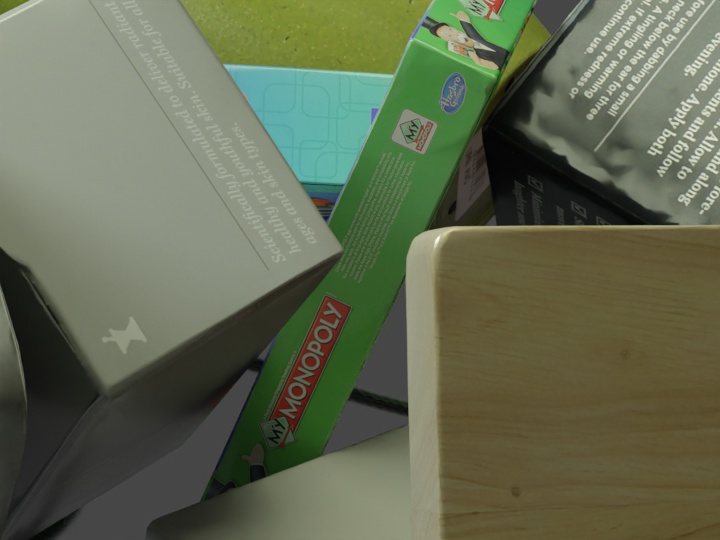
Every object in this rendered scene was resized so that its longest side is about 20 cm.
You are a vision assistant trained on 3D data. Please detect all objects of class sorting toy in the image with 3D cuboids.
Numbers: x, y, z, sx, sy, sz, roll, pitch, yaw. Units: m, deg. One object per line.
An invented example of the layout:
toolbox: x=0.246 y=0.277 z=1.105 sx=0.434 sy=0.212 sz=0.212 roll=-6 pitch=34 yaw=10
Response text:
sorting toy: x=0.100 y=0.089 z=0.745 sx=0.200 sy=0.199 sz=0.070 roll=-1 pitch=-1 yaw=-21

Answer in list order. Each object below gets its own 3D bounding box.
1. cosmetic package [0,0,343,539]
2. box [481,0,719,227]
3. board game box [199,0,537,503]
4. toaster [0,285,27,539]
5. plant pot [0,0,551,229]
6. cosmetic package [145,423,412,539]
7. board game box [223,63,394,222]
cosmetic package: x=-0.088 y=0.003 z=0.841 sx=0.090 sy=0.107 sz=0.200 roll=-30 pitch=-6 yaw=-27
box: x=0.151 y=0.001 z=0.907 sx=0.200 sy=0.148 sz=0.107 roll=33 pitch=72 yaw=20
board game box: x=0.000 y=0.000 z=0.896 sx=0.029 sy=0.200 sz=0.135 roll=26 pitch=24 yaw=1
toaster: x=-0.192 y=0.043 z=0.740 sx=0.181 sy=0.200 sz=0.119 roll=-12 pitch=64 yaw=-21
plant pot: x=-0.026 y=-0.095 z=1.182 sx=0.200 sy=0.187 sz=0.187 roll=32 pitch=31 yaw=18
cosmetic package: x=0.041 y=0.094 z=0.851 sx=0.200 sy=0.074 sz=0.102 roll=-18 pitch=33 yaw=-41
board game box: x=-0.086 y=-0.027 z=1.026 sx=0.200 sy=0.045 sz=0.152 roll=4 pitch=-20 yaw=-7
